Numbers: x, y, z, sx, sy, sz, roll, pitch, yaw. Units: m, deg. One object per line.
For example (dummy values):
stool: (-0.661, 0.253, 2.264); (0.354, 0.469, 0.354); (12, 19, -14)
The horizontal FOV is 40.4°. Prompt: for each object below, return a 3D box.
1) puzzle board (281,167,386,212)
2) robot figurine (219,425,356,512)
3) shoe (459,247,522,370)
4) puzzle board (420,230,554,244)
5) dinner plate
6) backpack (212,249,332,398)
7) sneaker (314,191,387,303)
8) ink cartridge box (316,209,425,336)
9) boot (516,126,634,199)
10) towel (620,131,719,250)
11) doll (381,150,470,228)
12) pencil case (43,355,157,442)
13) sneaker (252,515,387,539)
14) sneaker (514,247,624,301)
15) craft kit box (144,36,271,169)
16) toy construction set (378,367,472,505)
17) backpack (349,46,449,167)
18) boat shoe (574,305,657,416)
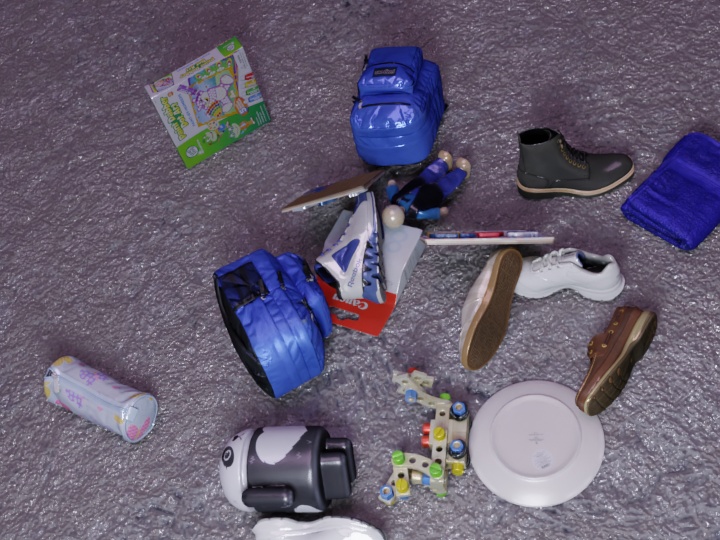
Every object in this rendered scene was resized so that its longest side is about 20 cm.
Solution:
puzzle board: (-0.041, -0.137, 1.699); (0.149, 0.018, 0.200); (-15, 10, 16)
robot figurine: (-0.108, 0.288, 1.430); (0.197, 0.150, 0.127); (-4, 70, 12)
shoe: (0.198, 0.059, 1.535); (0.053, 0.069, 0.203); (12, 78, 55)
puzzle board: (0.197, -0.054, 1.564); (0.196, 0.151, 0.018); (0, 95, 0)
dinner plate: (0.255, 0.245, 1.427); (0.197, 0.024, 0.203); (-7, 55, 11)
backpack: (-0.129, 0.081, 1.550); (0.166, 0.163, 0.201); (-27, 51, -4)
sneaker: (-0.020, -0.034, 1.611); (0.113, 0.081, 0.202); (-7, 58, 10)
ink cartridge box: (0.000, 0.000, 1.654); (0.158, 0.048, 0.201); (16, 59, 24)
boot: (0.358, -0.190, 1.635); (0.197, 0.139, 0.078); (-12, 52, 5)
towel: (0.539, -0.136, 1.602); (0.147, 0.050, 0.200); (34, 70, 33)
doll: (0.103, -0.134, 1.698); (0.135, 0.049, 0.200); (26, 51, 29)
pencil case: (-0.425, 0.207, 1.598); (0.198, 0.091, 0.084); (20, 62, 26)
sneaker: (-0.057, 0.393, 1.379); (0.197, 0.075, 0.088); (-8, 66, 17)
sneaker: (0.316, -0.005, 1.548); (0.197, 0.087, 0.075); (0, 57, 17)
craft kit box: (-0.286, -0.316, 1.863); (0.196, 0.201, 0.049); (-29, 54, -6)
toy construction set: (0.095, 0.244, 1.436); (0.129, 0.092, 0.203); (-2, 66, 14)
backpack: (0.056, -0.295, 1.772); (0.160, 0.169, 0.202); (-3, 48, 21)
boat shoe: (0.368, 0.131, 1.451); (0.067, 0.073, 0.200); (22, 57, 33)
